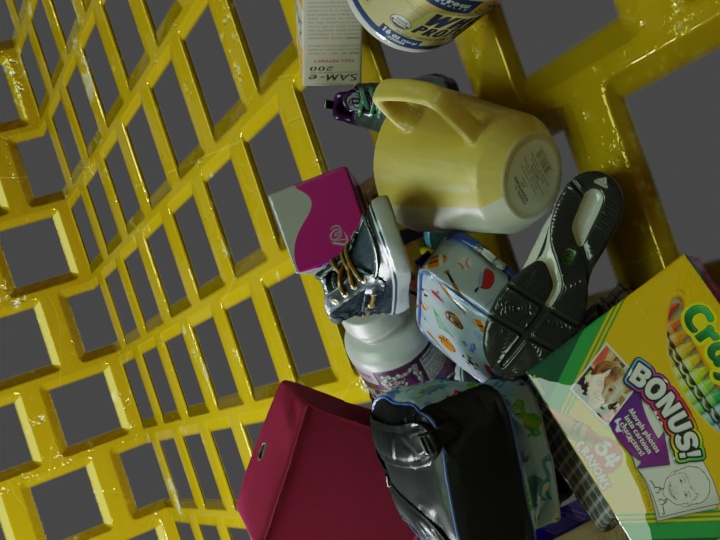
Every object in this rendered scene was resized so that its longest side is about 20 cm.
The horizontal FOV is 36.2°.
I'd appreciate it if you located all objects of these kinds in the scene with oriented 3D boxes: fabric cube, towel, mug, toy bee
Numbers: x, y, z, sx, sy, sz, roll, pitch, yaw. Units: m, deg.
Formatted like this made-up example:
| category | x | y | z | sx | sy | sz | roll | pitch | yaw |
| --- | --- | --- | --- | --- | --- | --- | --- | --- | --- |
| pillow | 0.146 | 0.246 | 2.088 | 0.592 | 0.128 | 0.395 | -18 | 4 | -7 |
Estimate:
| category | x | y | z | sx | sy | sz | roll | pitch | yaw |
| --- | --- | --- | --- | --- | --- | --- | --- | --- | --- |
| fabric cube | -0.032 | 0.276 | 1.434 | 0.199 | 0.198 | 0.198 | -165 | 95 | -77 |
| towel | 0.238 | 0.137 | 1.054 | 0.166 | 0.085 | 0.201 | 57 | 151 | 27 |
| mug | 0.102 | -0.102 | 1.081 | 0.152 | 0.185 | 0.152 | 17 | 103 | 50 |
| toy bee | 0.054 | -0.047 | 1.280 | 0.131 | 0.108 | 0.202 | -17 | 91 | 66 |

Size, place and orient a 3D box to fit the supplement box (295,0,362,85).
| category | x | y | z | sx | sy | sz | roll | pitch | yaw |
| --- | --- | --- | --- | --- | --- | --- | --- | --- | --- |
| supplement box | -0.037 | -0.331 | 1.269 | 0.127 | 0.072 | 0.202 | -100 | 10 | -55 |

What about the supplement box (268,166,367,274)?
| category | x | y | z | sx | sy | sz | roll | pitch | yaw |
| --- | --- | --- | --- | --- | --- | --- | --- | --- | --- |
| supplement box | -0.040 | -0.059 | 1.374 | 0.200 | 0.100 | 0.105 | 15 | -125 | -85 |

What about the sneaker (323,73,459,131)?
| category | x | y | z | sx | sy | sz | roll | pitch | yaw |
| --- | --- | --- | --- | --- | --- | --- | --- | --- | --- |
| sneaker | 0.032 | -0.182 | 1.243 | 0.199 | 0.087 | 0.076 | 4 | 93 | 63 |

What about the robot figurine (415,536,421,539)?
| category | x | y | z | sx | sy | sz | roll | pitch | yaw |
| --- | --- | --- | --- | --- | --- | --- | --- | --- | --- |
| robot figurine | 0.132 | 0.389 | 1.391 | 0.174 | 0.115 | 0.203 | -10 | 98 | 37 |

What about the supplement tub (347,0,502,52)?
| category | x | y | z | sx | sy | sz | roll | pitch | yaw |
| --- | --- | --- | --- | --- | --- | --- | --- | --- | --- |
| supplement tub | 0.081 | -0.301 | 1.018 | 0.200 | 0.143 | 0.146 | -24 | 85 | 65 |

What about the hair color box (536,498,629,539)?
| category | x | y | z | sx | sy | sz | roll | pitch | yaw |
| --- | --- | --- | --- | --- | --- | --- | --- | --- | --- |
| hair color box | 0.192 | 0.318 | 1.128 | 0.065 | 0.198 | 0.111 | 2 | 109 | 62 |

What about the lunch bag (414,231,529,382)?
| category | x | y | z | sx | sy | sz | roll | pitch | yaw |
| --- | --- | --- | --- | --- | --- | --- | --- | --- | --- |
| lunch bag | 0.126 | 0.045 | 1.138 | 0.160 | 0.076 | 0.200 | 39 | 162 | 16 |

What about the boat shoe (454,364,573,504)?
| category | x | y | z | sx | sy | sz | roll | pitch | yaw |
| --- | --- | --- | --- | --- | --- | --- | --- | --- | --- |
| boat shoe | 0.173 | 0.167 | 1.208 | 0.202 | 0.070 | 0.091 | 64 | 159 | 17 |

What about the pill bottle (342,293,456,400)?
| category | x | y | z | sx | sy | sz | roll | pitch | yaw |
| --- | --- | --- | --- | --- | --- | --- | --- | --- | --- |
| pill bottle | 0.047 | 0.098 | 1.306 | 0.112 | 0.112 | 0.201 | 38 | 163 | 49 |

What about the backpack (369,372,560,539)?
| category | x | y | z | sx | sy | sz | roll | pitch | yaw |
| --- | --- | --- | --- | --- | --- | --- | --- | --- | --- |
| backpack | 0.103 | 0.193 | 1.106 | 0.200 | 0.145 | 0.185 | -178 | 73 | -70 |

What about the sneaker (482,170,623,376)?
| category | x | y | z | sx | sy | sz | roll | pitch | yaw |
| --- | --- | --- | --- | --- | --- | --- | --- | --- | --- |
| sneaker | 0.184 | 0.002 | 1.021 | 0.075 | 0.115 | 0.202 | 30 | 102 | 9 |

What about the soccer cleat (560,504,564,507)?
| category | x | y | z | sx | sy | sz | roll | pitch | yaw |
| --- | --- | --- | --- | --- | --- | --- | --- | --- | --- |
| soccer cleat | 0.194 | 0.266 | 1.265 | 0.073 | 0.068 | 0.201 | -51 | 50 | 30 |

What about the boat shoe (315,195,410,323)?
| category | x | y | z | sx | sy | sz | roll | pitch | yaw |
| --- | --- | --- | --- | --- | --- | --- | --- | --- | --- |
| boat shoe | 0.000 | 0.000 | 1.116 | 0.201 | 0.090 | 0.072 | 82 | 172 | -63 |

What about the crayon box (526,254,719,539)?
| category | x | y | z | sx | sy | sz | roll | pitch | yaw |
| --- | --- | --- | --- | --- | --- | --- | --- | --- | --- |
| crayon box | 0.263 | 0.119 | 0.916 | 0.172 | 0.058 | 0.201 | -41 | 68 | 24 |

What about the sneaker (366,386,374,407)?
| category | x | y | z | sx | sy | sz | roll | pitch | yaw |
| --- | --- | --- | --- | --- | --- | --- | --- | --- | --- |
| sneaker | 0.028 | 0.096 | 1.468 | 0.081 | 0.073 | 0.202 | 53 | 147 | 40 |
